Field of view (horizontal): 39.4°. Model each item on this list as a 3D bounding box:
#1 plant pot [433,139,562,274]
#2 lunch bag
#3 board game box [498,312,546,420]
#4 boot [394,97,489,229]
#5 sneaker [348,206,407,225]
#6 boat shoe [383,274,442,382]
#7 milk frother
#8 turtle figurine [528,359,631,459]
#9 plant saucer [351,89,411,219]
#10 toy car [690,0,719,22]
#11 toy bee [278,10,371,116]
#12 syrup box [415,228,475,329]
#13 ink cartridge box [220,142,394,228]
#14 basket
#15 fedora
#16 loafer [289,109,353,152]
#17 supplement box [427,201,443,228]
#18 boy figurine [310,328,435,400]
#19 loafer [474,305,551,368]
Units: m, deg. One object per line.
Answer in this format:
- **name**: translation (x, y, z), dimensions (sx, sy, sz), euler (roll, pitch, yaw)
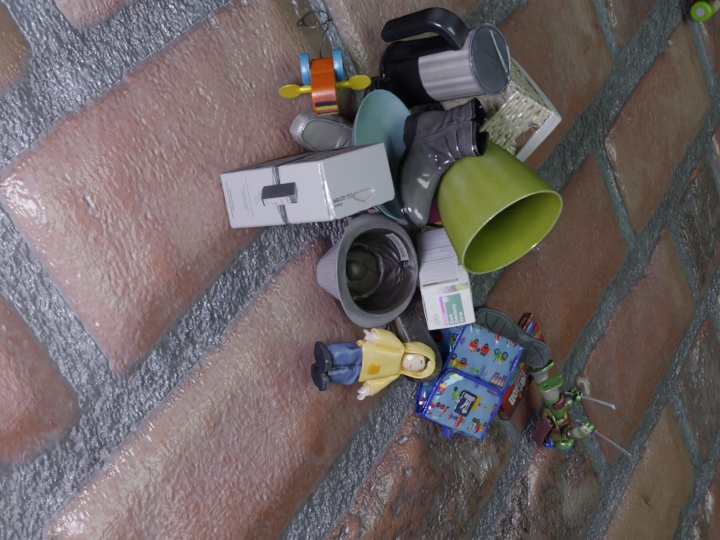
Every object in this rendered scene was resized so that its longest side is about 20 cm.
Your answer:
- **plant pot**: translation (0.189, -0.130, 1.609), dimensions (0.187, 0.187, 0.200), euler (4, 44, -49)
- **lunch bag**: translation (0.180, 0.198, 1.785), dimensions (0.150, 0.094, 0.201), euler (25, 81, -33)
- **board game box**: translation (0.310, 0.188, 1.984), dimensions (0.200, 0.019, 0.103), euler (-53, 127, -36)
- **boot**: translation (0.126, -0.167, 1.530), dimensions (0.070, 0.131, 0.201), euler (27, 60, -51)
- **sneaker**: translation (0.011, -0.120, 1.605), dimensions (0.200, 0.079, 0.079), euler (22, 64, -51)
- **boat shoe**: translation (0.068, 0.093, 1.670), dimensions (0.074, 0.073, 0.201), euler (-5, 73, -41)
- **milk frother**: translation (0.114, -0.305, 1.642), dimensions (0.180, 0.188, 0.201), euler (23, 72, -46)
- **turtle figurine**: translation (0.424, 0.264, 1.990), dimensions (0.194, 0.199, 0.144), euler (60, 38, -28)
- **plant saucer**: translation (0.034, -0.175, 1.548), dimensions (0.201, 0.039, 0.202), euler (19, 66, -54)
- **toy car**: translation (0.900, -0.776, 2.633), dimensions (0.200, 0.158, 0.164), euler (52, 43, 3)
- **toy bee**: translation (-0.047, -0.288, 1.520), dimensions (0.109, 0.130, 0.200), euler (81, 24, -47)
- **syrup box**: translation (0.140, 0.009, 1.667), dimensions (0.200, 0.081, 0.079), euler (-90, 168, -61)
- **ink cartridge box**: translation (-0.074, -0.119, 1.412), dimensions (0.144, 0.199, 0.084), euler (-23, 107, -47)
- **basket**: translation (0.230, -0.295, 1.753), dimensions (0.123, 0.136, 0.200), euler (23, 29, -42)
- **fedora**: translation (0.000, 0.000, 1.577), dimensions (0.200, 0.090, 0.178), euler (-16, 101, -46)
- **loafer**: translation (-0.025, -0.199, 1.558), dimensions (0.200, 0.070, 0.070), euler (9, 116, -48)
- **supplement box**: translation (0.216, -0.122, 1.798), dimensions (0.200, 0.131, 0.104), euler (9, 82, -48)
- **boy figurine**: translation (0.023, 0.147, 1.564), dimensions (0.199, 0.064, 0.125), euler (0, 117, -24)
- **loafer**: translation (0.276, 0.123, 1.918), dimensions (0.200, 0.063, 0.072), euler (32, 97, -26)
